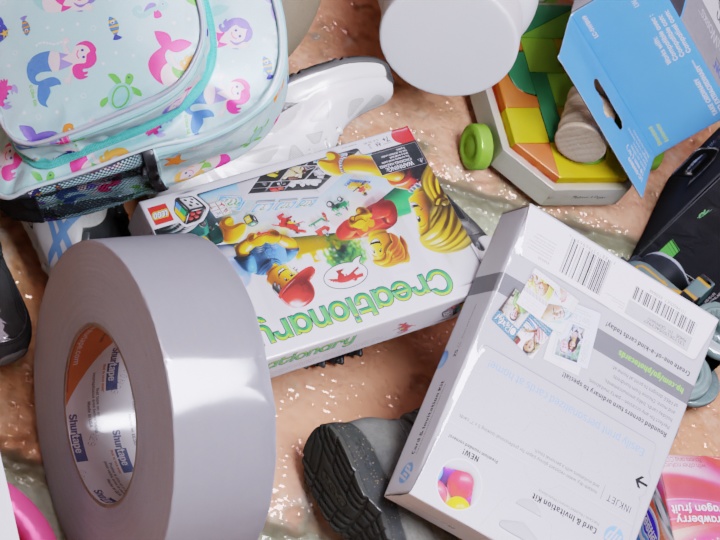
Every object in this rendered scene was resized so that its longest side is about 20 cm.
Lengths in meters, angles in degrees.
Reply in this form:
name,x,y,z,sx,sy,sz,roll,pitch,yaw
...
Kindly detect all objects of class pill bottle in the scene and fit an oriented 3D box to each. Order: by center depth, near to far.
name,x,y,z,sx,sy,sz,roll,pitch,yaw
pill bottle,0.071,-0.218,1.754,0.113,0.114,0.201,24,41,-12

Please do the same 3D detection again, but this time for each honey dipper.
name,x,y,z,sx,sy,sz,roll,pitch,yaw
honey dipper,0.177,-0.158,1.801,0.038,0.038,0.201,28,49,-9

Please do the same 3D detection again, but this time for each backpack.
name,x,y,z,sx,sy,sz,roll,pitch,yaw
backpack,-0.142,-0.136,1.495,0.199,0.151,0.179,-14,77,-8

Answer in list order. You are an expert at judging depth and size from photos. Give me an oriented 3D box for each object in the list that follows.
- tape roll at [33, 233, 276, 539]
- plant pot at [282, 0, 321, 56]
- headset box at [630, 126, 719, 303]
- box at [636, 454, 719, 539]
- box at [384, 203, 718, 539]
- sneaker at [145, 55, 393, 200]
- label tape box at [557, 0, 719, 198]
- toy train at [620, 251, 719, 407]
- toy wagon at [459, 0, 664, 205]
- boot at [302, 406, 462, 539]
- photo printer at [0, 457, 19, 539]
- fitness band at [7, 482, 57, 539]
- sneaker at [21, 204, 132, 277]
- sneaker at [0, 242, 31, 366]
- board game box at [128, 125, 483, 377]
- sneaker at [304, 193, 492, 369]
name,x,y,z,sx,sy,sz,roll,pitch,yaw
tape roll,-0.121,0.080,1.457,0.066,0.200,0.201,-5,65,-30
plant pot,-0.101,-0.196,1.654,0.134,0.200,0.201,16,47,-62
headset box,0.308,-0.028,1.750,0.199,0.174,0.093,34,54,-6
box,0.263,0.185,1.655,0.199,0.096,0.100,5,61,-24
box,0.122,0.084,1.575,0.155,0.041,0.201,29,70,-19
sneaker,-0.049,-0.061,1.666,0.200,0.076,0.116,-23,83,-26
label tape box,0.210,-0.174,1.763,0.144,0.063,0.201,54,38,-37
toy train,0.176,0.062,1.695,0.114,0.085,0.200,41,52,12
toy wagon,0.132,-0.139,1.810,0.154,0.040,0.201,-1,64,-27
boot,0.055,0.171,1.582,0.130,0.068,0.201,-8,68,-36
photo printer,-0.293,0.128,1.381,0.199,0.069,0.167,-5,68,-28
fitness band,-0.264,0.177,1.432,0.199,0.037,0.144,2,62,-24
sneaker,-0.193,-0.044,1.586,0.072,0.072,0.201,1,70,-65
sneaker,-0.260,-0.032,1.528,0.075,0.079,0.201,-28,79,-36
board game box,-0.029,-0.008,1.580,0.199,0.035,0.127,-18,67,-27
sneaker,0.000,0.000,1.653,0.199,0.067,0.091,-22,65,-32
